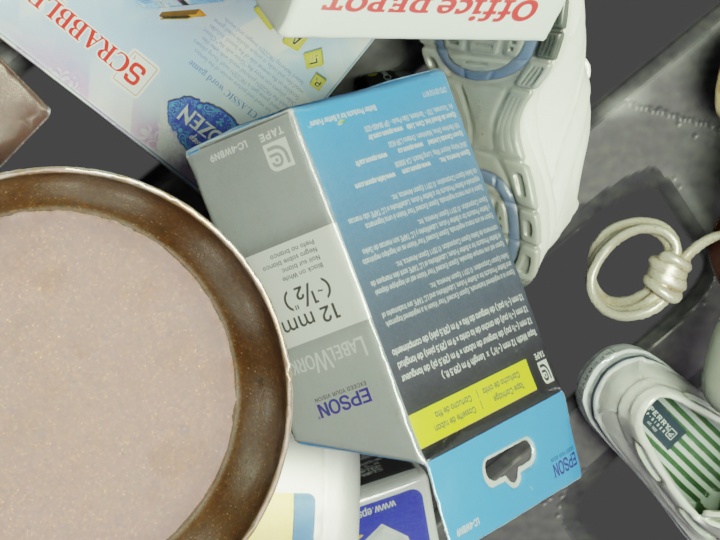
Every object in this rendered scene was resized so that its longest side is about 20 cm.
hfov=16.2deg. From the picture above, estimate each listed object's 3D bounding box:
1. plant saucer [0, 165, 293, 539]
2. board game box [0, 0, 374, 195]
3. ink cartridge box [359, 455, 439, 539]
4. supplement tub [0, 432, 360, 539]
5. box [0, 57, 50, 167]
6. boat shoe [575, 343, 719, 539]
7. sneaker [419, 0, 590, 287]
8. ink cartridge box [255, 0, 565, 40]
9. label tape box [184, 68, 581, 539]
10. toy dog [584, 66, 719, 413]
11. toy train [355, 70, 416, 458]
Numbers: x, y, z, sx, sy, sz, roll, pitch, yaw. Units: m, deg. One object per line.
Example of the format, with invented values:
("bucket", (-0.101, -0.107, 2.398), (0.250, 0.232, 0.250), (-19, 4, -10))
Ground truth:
("plant saucer", (-0.129, 0.055, 1.053), (0.200, 0.034, 0.201), (-2, 97, -13))
("board game box", (-0.073, -0.160, 1.137), (0.200, 0.041, 0.200), (39, 91, -28))
("ink cartridge box", (-0.047, 0.211, 1.289), (0.197, 0.047, 0.200), (-17, 116, -16))
("supplement tub", (-0.108, 0.101, 1.156), (0.199, 0.145, 0.145), (2, 109, -10))
("box", (-0.231, -0.118, 1.057), (0.075, 0.100, 0.200), (-48, 118, -6))
("boat shoe", (0.192, 0.116, 1.330), (0.200, 0.067, 0.074), (34, 95, -28))
("sneaker", (0.075, -0.094, 1.203), (0.087, 0.074, 0.200), (-39, 141, -51))
("ink cartridge box", (0.043, -0.193, 1.025), (0.145, 0.083, 0.200), (-3, 135, -35))
("label tape box", (0.016, 0.020, 1.120), (0.066, 0.143, 0.200), (-19, 91, 31))
("toy dog", (0.217, -0.030, 1.273), (0.200, 0.132, 0.096), (-58, 156, 11))
("toy train", (0.000, 0.000, 1.231), (0.046, 0.034, 0.200), (1, 108, -18))
